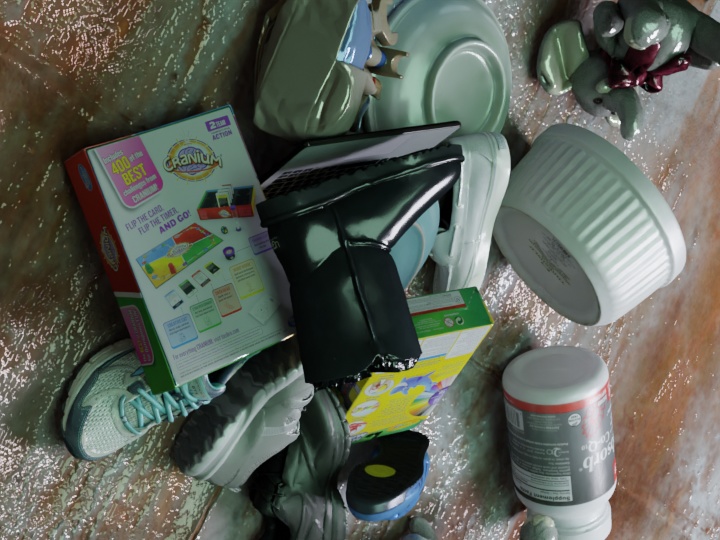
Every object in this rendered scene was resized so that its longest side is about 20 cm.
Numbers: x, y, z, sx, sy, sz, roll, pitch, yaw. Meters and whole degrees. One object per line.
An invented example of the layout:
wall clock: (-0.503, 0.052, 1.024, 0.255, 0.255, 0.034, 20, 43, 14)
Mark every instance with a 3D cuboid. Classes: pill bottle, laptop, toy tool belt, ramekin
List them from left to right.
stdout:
toy tool belt: (-0.020, -0.199, 1.315, 0.202, 0.124, 0.123, -71, 161, -1)
laptop: (-0.013, -0.033, 1.357, 0.186, 0.199, 0.117, -12, 76, -40)
pill bottle: (0.219, 0.194, 1.636, 0.115, 0.115, 0.202, -27, 119, -35)
ramekin: (0.220, -0.038, 1.521, 0.105, 0.200, 0.201, -40, 127, -15)

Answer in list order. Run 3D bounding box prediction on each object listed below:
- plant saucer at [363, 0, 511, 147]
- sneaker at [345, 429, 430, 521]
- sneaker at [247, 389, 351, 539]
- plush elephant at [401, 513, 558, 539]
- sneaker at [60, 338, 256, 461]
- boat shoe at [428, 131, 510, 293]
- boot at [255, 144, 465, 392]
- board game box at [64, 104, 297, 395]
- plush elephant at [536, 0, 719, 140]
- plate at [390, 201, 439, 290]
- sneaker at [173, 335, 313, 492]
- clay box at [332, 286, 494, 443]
plant saucer: (0.089, -0.172, 1.455, 0.199, 0.050, 0.203, -15, 112, -40)
sneaker: (0.028, 0.216, 1.442, 0.200, 0.065, 0.080, -41, 139, -75)
sneaker: (-0.061, 0.185, 1.403, 0.090, 0.076, 0.203, -14, 109, -33)
plush elephant: (0.086, 0.323, 1.541, 0.154, 0.165, 0.201, 36, 36, -7)
sneaker: (-0.164, 0.089, 1.266, 0.200, 0.086, 0.078, -41, 126, -27)
boat shoe: (0.091, -0.044, 1.463, 0.068, 0.072, 0.202, 0, 133, -18)
boot: (0.020, -0.003, 1.260, 0.198, 0.076, 0.170, -20, 94, -26)
board game box: (-0.137, -0.020, 1.233, 0.152, 0.040, 0.202, -22, 91, -39)
plush elephant: (0.277, -0.212, 1.548, 0.163, 0.201, 0.156, 10, 118, -31)
plate: (0.000, 0.000, 1.378, 0.199, 0.026, 0.201, -29, 146, -22)
sneaker: (-0.078, 0.113, 1.345, 0.200, 0.075, 0.082, -45, 130, 8)
clay box: (0.034, 0.095, 1.412, 0.114, 0.048, 0.201, -9, 150, -29)
